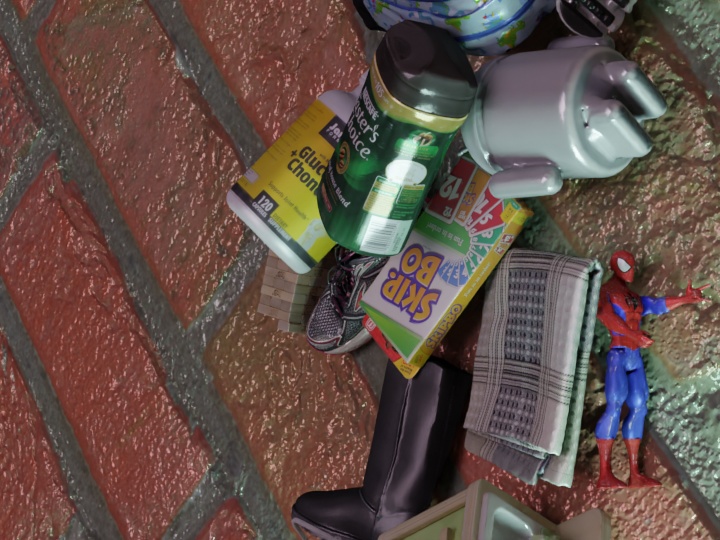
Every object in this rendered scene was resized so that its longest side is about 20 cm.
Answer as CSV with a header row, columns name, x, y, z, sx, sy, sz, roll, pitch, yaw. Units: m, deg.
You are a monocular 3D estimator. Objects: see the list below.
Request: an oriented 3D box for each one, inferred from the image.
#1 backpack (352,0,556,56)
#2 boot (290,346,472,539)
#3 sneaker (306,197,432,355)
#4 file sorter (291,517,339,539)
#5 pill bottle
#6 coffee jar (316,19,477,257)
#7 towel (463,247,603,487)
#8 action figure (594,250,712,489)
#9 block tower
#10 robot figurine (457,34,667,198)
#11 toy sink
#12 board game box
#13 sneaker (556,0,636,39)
name,x,y,z,sx,sy,sz,roll,pitch,yaw
backpack,0.095,-0.272,1.532,0.163,0.154,0.200,-47,51,-5
boot,0.017,0.169,1.632,0.164,0.065,0.201,17,101,37
sneaker,0.000,0.000,1.665,0.200,0.074,0.081,-55,51,27
file sorter,-0.067,0.352,1.586,0.200,0.139,0.124,-46,35,-20
pill bottle,-0.027,-0.103,1.641,0.200,0.112,0.112,-46,51,0
coffee jar,0.032,-0.118,1.503,0.105,0.085,0.201,-106,34,-49
towel,0.144,0.081,1.492,0.192,0.034,0.201,-169,86,-66
action figure,0.241,0.079,1.415,0.099,0.065,0.201,-14,77,51
block tower,-0.054,-0.038,1.740,0.058,0.054,0.201,15,96,46
robot figurine,0.167,-0.136,1.478,0.199,0.113,0.170,2,56,46
toy sink,0.105,0.270,1.463,0.200,0.112,0.131,-33,34,39
board game box,0.072,-0.003,1.573,0.201,0.030,0.096,-57,47,18
sneaker,0.247,-0.288,1.447,0.200,0.081,0.075,-42,99,18
